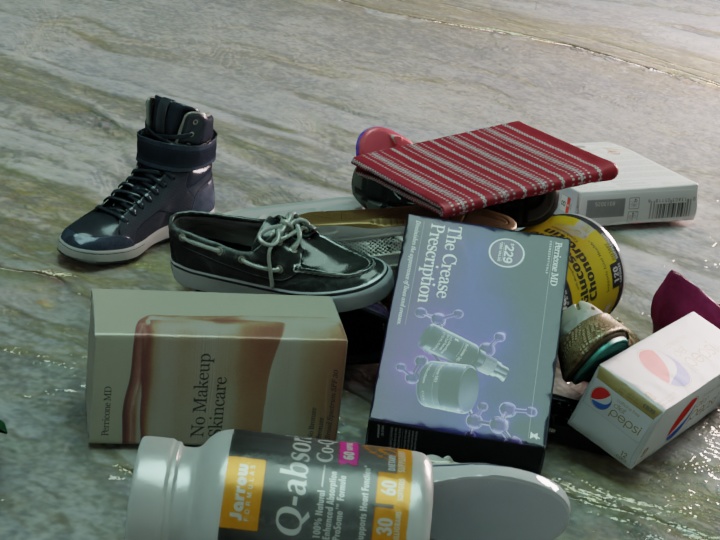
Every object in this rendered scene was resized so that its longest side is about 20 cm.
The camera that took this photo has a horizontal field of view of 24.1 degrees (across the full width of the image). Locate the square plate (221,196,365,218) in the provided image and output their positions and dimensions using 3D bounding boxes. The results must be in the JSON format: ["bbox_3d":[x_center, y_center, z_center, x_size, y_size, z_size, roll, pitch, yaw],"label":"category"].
[{"bbox_3d":[-0.070,-0.040,1.624,0.198,0.028,0.200,-6,11,5],"label":"square plate"}]

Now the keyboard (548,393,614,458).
[{"bbox_3d":[0.142,0.111,1.433,0.200,0.040,0.104,13,24,16],"label":"keyboard"}]

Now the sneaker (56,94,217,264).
[{"bbox_3d":[-0.217,-0.094,1.661,0.077,0.146,0.202,24,30,29],"label":"sneaker"}]

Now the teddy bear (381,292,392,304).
[{"bbox_3d":[0.000,0.000,1.580,0.200,0.067,0.145,-3,5,-14],"label":"teddy bear"}]

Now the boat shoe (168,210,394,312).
[{"bbox_3d":[-0.069,-0.017,1.430,0.199,0.068,0.074,11,37,21],"label":"boat shoe"}]

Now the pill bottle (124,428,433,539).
[{"bbox_3d":[-0.055,0.170,1.148,0.200,0.117,0.116,7,24,-2],"label":"pill bottle"}]

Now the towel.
[{"bbox_3d":[0.112,-0.089,1.496,0.200,0.023,0.145,-14,28,-32],"label":"towel"}]

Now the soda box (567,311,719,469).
[{"bbox_3d":[0.256,0.098,1.428,0.068,0.064,0.200,36,29,21],"label":"soda box"}]

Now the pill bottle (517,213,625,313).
[{"bbox_3d":[0.150,0.023,1.541,0.112,0.112,0.200,22,28,30],"label":"pill bottle"}]

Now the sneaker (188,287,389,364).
[{"bbox_3d":[-0.061,0.046,1.450,0.200,0.076,0.088,1,8,-12],"label":"sneaker"}]

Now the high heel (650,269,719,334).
[{"bbox_3d":[0.354,0.033,1.596,0.200,0.096,0.067,-14,31,-38],"label":"high heel"}]

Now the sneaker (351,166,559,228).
[{"bbox_3d":[0.091,-0.069,1.595,0.200,0.076,0.079,8,0,14],"label":"sneaker"}]

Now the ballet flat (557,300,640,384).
[{"bbox_3d":[0.196,0.062,1.443,0.065,0.070,0.200,54,7,17],"label":"ballet flat"}]

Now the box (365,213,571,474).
[{"bbox_3d":[0.089,0.063,1.367,0.141,0.079,0.200,10,56,2],"label":"box"}]

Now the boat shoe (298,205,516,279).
[{"bbox_3d":[0.038,-0.018,1.490,0.200,0.069,0.071,-1,15,6],"label":"boat shoe"}]

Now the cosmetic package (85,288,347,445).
[{"bbox_3d":[-0.118,0.079,1.354,0.200,0.104,0.087,1,24,-11],"label":"cosmetic package"}]

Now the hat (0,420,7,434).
[{"bbox_3d":[-0.365,0.161,1.204,0.165,0.176,0.200,14,-13,20],"label":"hat"}]

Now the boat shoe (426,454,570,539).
[{"bbox_3d":[0.055,0.164,1.258,0.200,0.071,0.070,0,27,-1],"label":"boat shoe"}]

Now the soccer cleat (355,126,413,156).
[{"bbox_3d":[0.055,-0.072,1.690,0.200,0.067,0.076,40,-13,-31],"label":"soccer cleat"}]

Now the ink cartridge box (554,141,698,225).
[{"bbox_3d":[0.268,-0.102,1.953,0.162,0.050,0.200,-4,18,-23],"label":"ink cartridge box"}]
